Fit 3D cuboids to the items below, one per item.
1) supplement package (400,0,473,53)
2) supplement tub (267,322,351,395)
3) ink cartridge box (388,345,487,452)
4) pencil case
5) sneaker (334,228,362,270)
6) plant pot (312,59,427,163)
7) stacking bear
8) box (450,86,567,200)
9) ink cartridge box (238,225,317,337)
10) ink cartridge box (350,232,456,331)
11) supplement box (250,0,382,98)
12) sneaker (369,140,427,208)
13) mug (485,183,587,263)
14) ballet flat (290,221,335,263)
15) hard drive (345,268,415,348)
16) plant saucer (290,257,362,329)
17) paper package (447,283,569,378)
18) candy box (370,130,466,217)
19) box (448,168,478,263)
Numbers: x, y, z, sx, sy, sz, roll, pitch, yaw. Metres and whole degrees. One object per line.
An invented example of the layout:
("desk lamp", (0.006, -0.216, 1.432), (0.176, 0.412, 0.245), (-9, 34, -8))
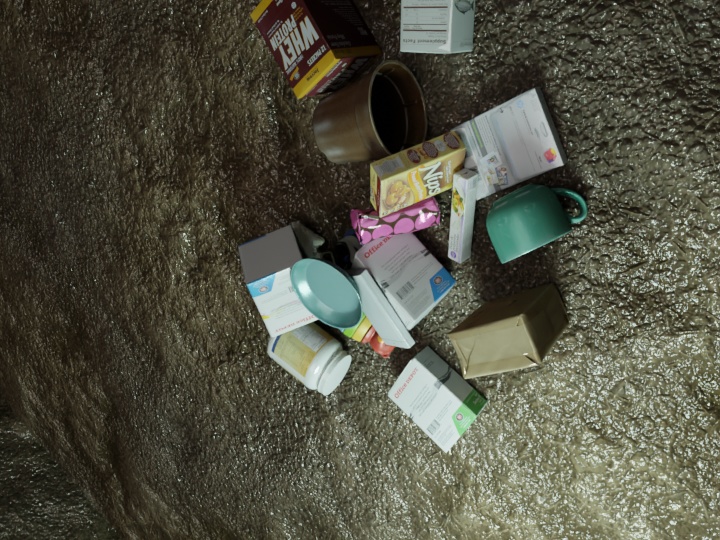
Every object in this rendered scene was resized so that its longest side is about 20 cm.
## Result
("supplement package", (0.152, -0.531, 1.236), (0.114, 0.116, 0.206), (12, 114, 29))
("supplement tub", (-0.134, 0.220, 1.689), (0.198, 0.143, 0.147), (34, 123, 19))
("ink cartridge box", (0.183, 0.307, 1.540), (0.199, 0.083, 0.148), (42, 125, 14))
("pencil case", (0.078, -0.118, 1.392), (0.094, 0.194, 0.093), (88, 164, -61))
("sneaker", (0.000, -0.001, 1.535), (0.201, 0.114, 0.081), (50, 128, 9))
("plant pot", (0.012, -0.320, 1.374), (0.195, 0.198, 0.206), (-5, 105, 43))
("stacking bear", (0.009, 0.128, 1.582), (0.198, 0.122, 0.114), (38, 166, 5))
("box", (0.296, -0.252, 1.287), (0.197, 0.041, 0.160), (-20, 96, 39))
("ink cartridge box", (-0.197, 0.030, 1.586), (0.148, 0.143, 0.203), (-114, 6, -45))
("ink cartridge box", (0.095, 0.009, 1.445), (0.200, 0.146, 0.086), (47, 159, 12))
("supplement box", (-0.090, -0.502, 1.362), (0.131, 0.196, 0.203), (-31, 90, 37))
("sneaker", (0.096, -0.199, 1.415), (0.076, 0.087, 0.201), (48, 125, 11))
("mug", (0.335, -0.104, 1.262), (0.117, 0.182, 0.151), (65, 150, 4))
("ballet flat", (-0.107, -0.044, 1.634), (0.071, 0.071, 0.204), (-26, 94, 37))
("hard drive", (0.036, 0.086, 1.452), (0.202, 0.027, 0.131), (57, 161, -12))
("plant saucer", (-0.071, 0.045, 1.456), (0.196, 0.036, 0.204), (23, 139, 21))
("paper package", (0.307, 0.124, 1.318), (0.187, 0.199, 0.106), (-21, 96, 38))
("candy box", (0.116, -0.198, 1.313), (0.117, 0.195, 0.056), (88, 156, -58))
("box", (0.217, -0.115, 1.362), (0.038, 0.041, 0.205), (30, 135, 38))
